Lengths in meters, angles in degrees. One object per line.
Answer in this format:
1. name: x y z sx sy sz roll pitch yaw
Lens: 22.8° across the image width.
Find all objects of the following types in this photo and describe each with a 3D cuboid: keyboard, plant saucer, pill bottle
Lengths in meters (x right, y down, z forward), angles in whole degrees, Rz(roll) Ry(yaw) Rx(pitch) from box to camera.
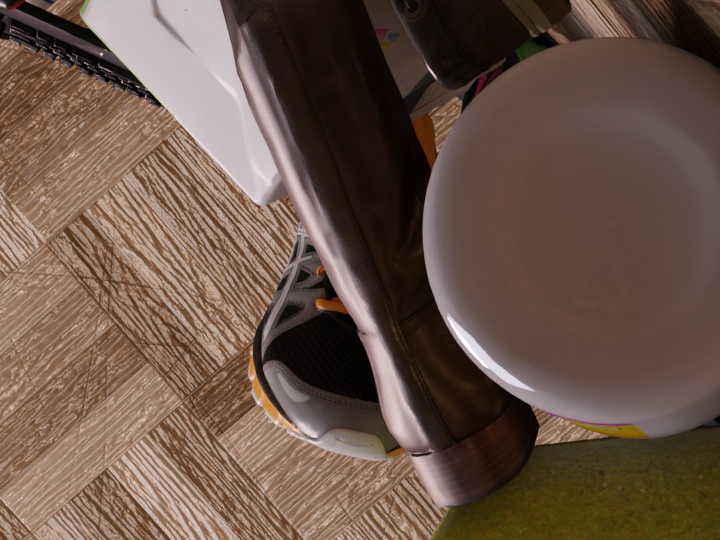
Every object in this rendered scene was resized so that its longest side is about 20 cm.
1. keyboard: -0.122 -0.096 0.797 0.198 0.021 0.127 25 -179 -10
2. plant saucer: 0.133 0.085 0.689 0.200 0.197 0.049 20 -117 -73
3. pill bottle: 0.085 -0.001 0.563 0.105 0.104 0.200 51 -176 13

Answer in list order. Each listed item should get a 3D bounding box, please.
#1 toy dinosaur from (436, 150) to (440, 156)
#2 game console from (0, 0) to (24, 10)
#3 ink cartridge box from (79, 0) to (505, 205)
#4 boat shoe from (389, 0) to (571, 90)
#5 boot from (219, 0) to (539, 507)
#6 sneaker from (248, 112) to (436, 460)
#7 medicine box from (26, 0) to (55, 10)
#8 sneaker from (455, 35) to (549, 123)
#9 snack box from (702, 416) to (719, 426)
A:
1. toy dinosaur: -0.006 -0.066 0.903 0.200 0.058 0.101 41 174 44
2. game console: -0.149 -0.219 0.629 0.199 0.177 0.031 39 -170 7
3. ink cartridge box: -0.007 -0.121 0.771 0.117 0.067 0.200 46 -138 10
4. boat shoe: 0.006 -0.144 0.698 0.072 0.066 0.201 45 -173 -49
5. boot: 0.013 -0.039 0.660 0.202 0.064 0.187 63 -166 -14
6. sneaker: 0.000 0.000 0.763 0.077 0.078 0.201 14 -143 -9
7. medicine box: -0.125 -0.220 0.751 0.103 0.182 0.200 51 -176 6
8. sneaker: 0.072 -0.080 0.920 0.077 0.084 0.200 48 -175 -25
9. snack box: 0.149 0.064 0.894 0.115 0.037 0.200 25 -169 -34
